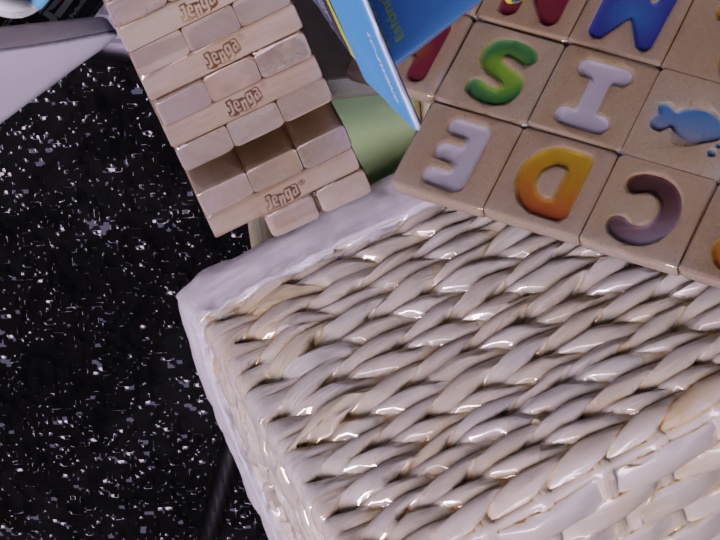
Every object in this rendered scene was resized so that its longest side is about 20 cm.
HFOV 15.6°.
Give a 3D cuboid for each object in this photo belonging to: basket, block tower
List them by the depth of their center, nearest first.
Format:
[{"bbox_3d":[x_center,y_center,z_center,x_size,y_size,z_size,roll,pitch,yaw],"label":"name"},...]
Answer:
[{"bbox_3d":[-0.056,-0.097,0.787,0.054,0.058,0.201,-26,131,-3],"label":"block tower"},{"bbox_3d":[0.075,0.071,0.878,0.199,0.161,0.199,-27,133,-8],"label":"basket"}]

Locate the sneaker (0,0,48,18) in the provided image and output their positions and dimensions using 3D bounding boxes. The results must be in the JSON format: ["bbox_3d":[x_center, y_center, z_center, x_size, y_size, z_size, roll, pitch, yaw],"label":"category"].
[{"bbox_3d":[-0.119,-0.097,0.752,0.087,0.200,0.075,39,90,9],"label":"sneaker"}]

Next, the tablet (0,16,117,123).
[{"bbox_3d":[-0.183,-0.031,0.869,0.200,0.014,0.130,-31,168,39],"label":"tablet"}]

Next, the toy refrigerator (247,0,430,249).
[{"bbox_3d":[0.000,0.000,0.952,0.075,0.070,0.201,-6,127,0],"label":"toy refrigerator"}]

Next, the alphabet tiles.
[{"bbox_3d":[0.103,-0.077,0.833,0.199,0.168,0.008,18,156,23],"label":"alphabet tiles"}]

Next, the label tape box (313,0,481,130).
[{"bbox_3d":[-0.009,-0.143,0.713,0.066,0.200,0.144,-25,118,-4],"label":"label tape box"}]

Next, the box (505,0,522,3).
[{"bbox_3d":[0.041,-0.185,0.787,0.064,0.070,0.201,-19,126,4],"label":"box"}]

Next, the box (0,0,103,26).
[{"bbox_3d":[-0.133,-0.176,0.832,0.193,0.048,0.200,30,120,-20],"label":"box"}]
